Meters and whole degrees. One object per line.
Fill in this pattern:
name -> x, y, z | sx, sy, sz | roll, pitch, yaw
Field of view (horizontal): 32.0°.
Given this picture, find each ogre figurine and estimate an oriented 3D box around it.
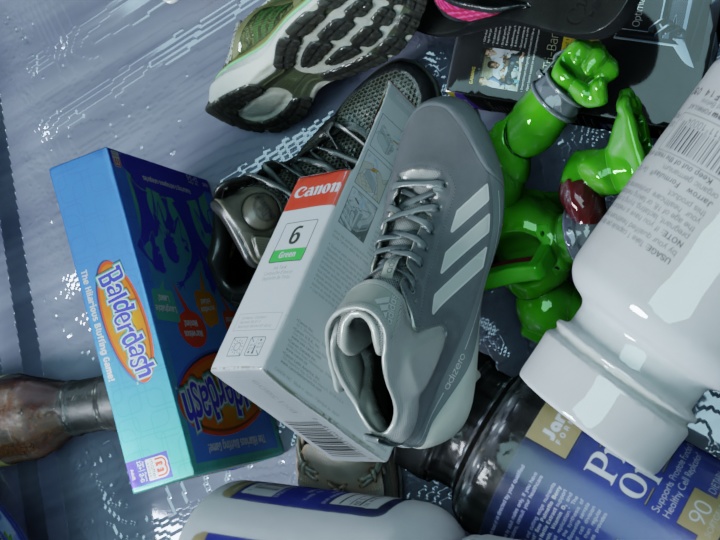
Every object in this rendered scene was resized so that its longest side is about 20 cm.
ogre figurine -> 0.128, -0.029, 0.750 | 0.120, 0.200, 0.098 | -17, 40, 25

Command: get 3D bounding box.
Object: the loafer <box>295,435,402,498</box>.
loafer -> -0.014, 0.101, 0.804 | 0.072, 0.063, 0.201 | -1, 90, 15

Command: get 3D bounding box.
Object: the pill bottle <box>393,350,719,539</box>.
pill bottle -> 0.125, 0.127, 0.741 | 0.200, 0.112, 0.112 | 29, 95, 16

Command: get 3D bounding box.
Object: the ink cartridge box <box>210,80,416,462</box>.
ink cartridge box -> 0.000, 0.000, 0.744 | 0.050, 0.109, 0.201 | -6, 52, 45

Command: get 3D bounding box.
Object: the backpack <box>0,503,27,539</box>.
backpack -> -0.297, 0.231, 0.833 | 0.183, 0.147, 0.200 | -33, 102, 14

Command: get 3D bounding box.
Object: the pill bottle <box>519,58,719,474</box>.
pill bottle -> 0.176, 0.000, 0.654 | 0.114, 0.114, 0.200 | 37, 96, 15

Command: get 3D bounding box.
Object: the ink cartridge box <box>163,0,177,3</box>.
ink cartridge box -> -0.095, -0.283, 0.854 | 0.116, 0.067, 0.200 | 40, 98, 15

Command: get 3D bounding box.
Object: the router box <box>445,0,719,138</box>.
router box -> 0.151, -0.191, 0.782 | 0.157, 0.052, 0.201 | 12, 90, 17

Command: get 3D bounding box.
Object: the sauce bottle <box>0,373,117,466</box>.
sauce bottle -> -0.251, 0.107, 0.880 | 0.199, 0.066, 0.066 | -9, 84, 14

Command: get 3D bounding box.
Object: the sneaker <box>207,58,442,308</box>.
sneaker -> -0.024, -0.054, 0.797 | 0.076, 0.114, 0.200 | 44, 97, 13

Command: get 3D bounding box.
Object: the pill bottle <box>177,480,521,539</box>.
pill bottle -> 0.000, 0.188, 0.719 | 0.199, 0.120, 0.120 | 1, 87, 33

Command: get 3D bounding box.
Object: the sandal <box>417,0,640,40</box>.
sandal -> 0.077, -0.174, 0.731 | 0.200, 0.045, 0.075 | 19, 94, 51

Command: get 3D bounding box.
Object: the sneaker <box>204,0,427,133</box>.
sneaker -> -0.036, -0.165, 0.797 | 0.200, 0.077, 0.089 | -26, 60, 45

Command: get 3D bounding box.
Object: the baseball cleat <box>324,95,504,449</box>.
baseball cleat -> 0.031, -0.004, 0.683 | 0.070, 0.106, 0.201 | -5, 81, 34

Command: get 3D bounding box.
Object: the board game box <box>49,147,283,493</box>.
board game box -> -0.119, 0.032, 0.798 | 0.045, 0.152, 0.201 | -18, 82, 14
